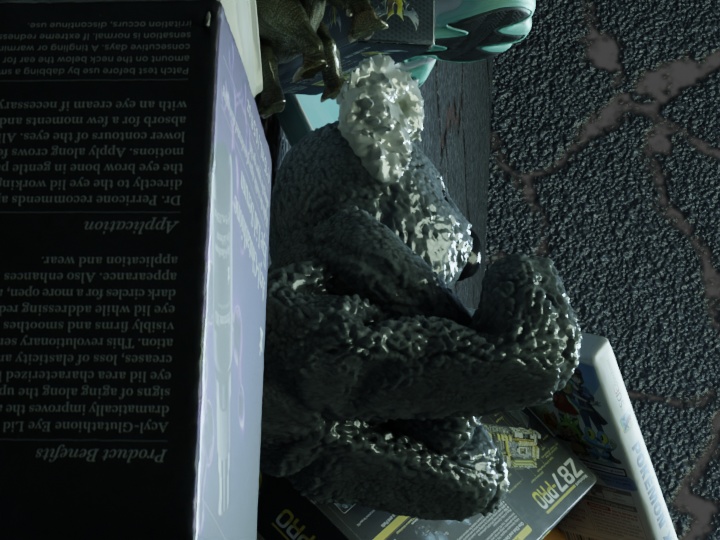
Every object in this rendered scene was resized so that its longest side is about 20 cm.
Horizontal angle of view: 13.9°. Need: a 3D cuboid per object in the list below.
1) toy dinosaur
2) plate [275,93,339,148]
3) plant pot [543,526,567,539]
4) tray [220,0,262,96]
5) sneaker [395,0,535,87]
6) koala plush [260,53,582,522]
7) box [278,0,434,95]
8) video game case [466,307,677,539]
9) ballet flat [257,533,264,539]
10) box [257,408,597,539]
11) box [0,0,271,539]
[{"bbox_3d":[-0.036,-0.147,1.539,0.102,0.077,0.200,64,-22,15],"label":"toy dinosaur"},{"bbox_3d":[-0.015,-0.074,1.848,0.200,0.026,0.200,58,11,-18],"label":"plate"},{"bbox_3d":[0.035,0.197,1.716,0.200,0.140,0.200,-164,-90,-79],"label":"plant pot"},{"bbox_3d":[-0.069,-0.169,1.493,0.107,0.022,0.200,-169,-106,-83],"label":"tray"},{"bbox_3d":[0.031,-0.186,1.715,0.200,0.078,0.140,-17,-107,57],"label":"sneaker"},{"bbox_3d":[0.000,0.000,1.517,0.177,0.183,0.200,116,-24,-51],"label":"koala plush"},{"bbox_3d":[-0.014,-0.189,1.666,0.200,0.051,0.158,165,-73,-70],"label":"box"},{"bbox_3d":[0.085,0.095,1.735,0.022,0.200,0.183,-47,132,-32],"label":"video game case"},{"bbox_3d":[-0.048,0.099,1.706,0.064,0.067,0.200,49,28,-31],"label":"ballet flat"},{"bbox_3d":[0.024,0.109,1.606,0.049,0.161,0.200,-51,173,36],"label":"box"},{"bbox_3d":[-0.093,0.024,1.021,0.148,0.104,0.200,74,16,-70],"label":"box"}]
